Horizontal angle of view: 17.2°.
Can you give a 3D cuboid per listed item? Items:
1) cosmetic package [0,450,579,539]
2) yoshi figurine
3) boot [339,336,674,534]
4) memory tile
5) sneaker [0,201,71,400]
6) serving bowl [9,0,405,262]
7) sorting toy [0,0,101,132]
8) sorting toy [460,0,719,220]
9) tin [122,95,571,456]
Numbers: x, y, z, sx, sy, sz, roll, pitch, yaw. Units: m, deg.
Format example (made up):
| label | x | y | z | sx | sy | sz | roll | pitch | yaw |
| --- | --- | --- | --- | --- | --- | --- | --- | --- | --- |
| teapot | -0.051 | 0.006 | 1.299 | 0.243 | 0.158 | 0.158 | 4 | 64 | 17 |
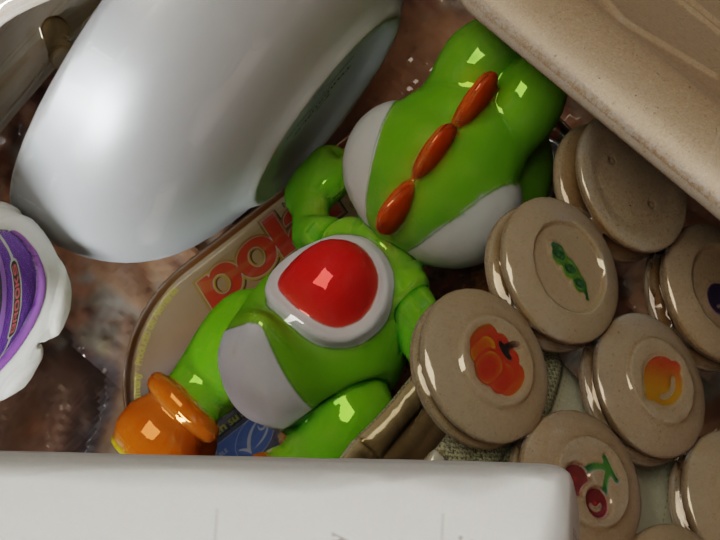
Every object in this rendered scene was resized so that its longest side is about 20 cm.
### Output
| label | x | y | z | sx | sy | sz | roll | pitch | yaw |
| --- | --- | --- | --- | --- | --- | --- | --- | --- | --- |
| cosmetic package | -0.041 | 0.147 | 0.633 | 0.199 | 0.166 | 0.168 | 1 | 72 | 6 |
| yoshi figurine | 0.008 | 0.005 | 0.838 | 0.200 | 0.112 | 0.112 | -53 | 26 | 3 |
| boot | 0.044 | 0.127 | 0.778 | 0.154 | 0.072 | 0.201 | 39 | 70 | -24 |
| memory tile | 0.109 | 0.058 | 0.781 | 0.200 | 0.017 | 0.153 | 51 | 48 | -10 |
| sneaker | -0.181 | 0.059 | 0.807 | 0.080 | 0.083 | 0.201 | 33 | 98 | 13 |
| serving bowl | -0.037 | -0.077 | 0.851 | 0.066 | 0.200 | 0.200 | 37 | 80 | 7 |
| sorting toy | -0.133 | -0.087 | 0.822 | 0.107 | 0.180 | 0.200 | 38 | 103 | -21 |
| sorting toy | 0.145 | -0.055 | 0.831 | 0.185 | 0.200 | 0.037 | 42 | 120 | 21 |
| tin | 0.003 | 0.015 | 0.890 | 0.200 | 0.042 | 0.112 | -38 | 72 | -5 |
